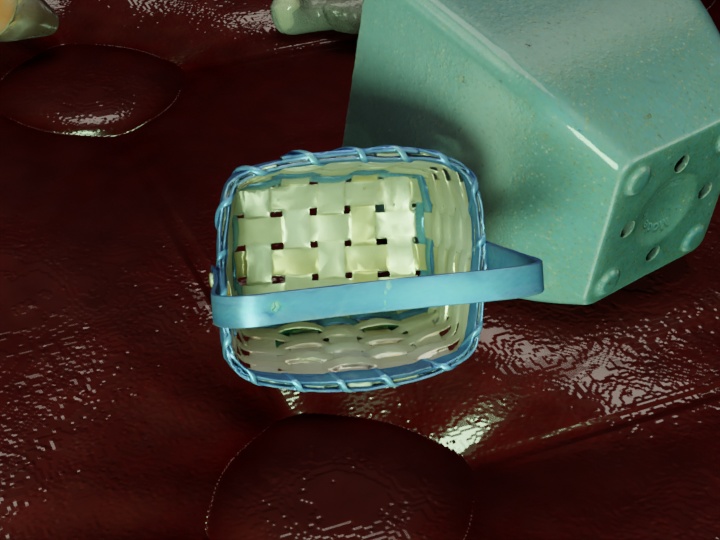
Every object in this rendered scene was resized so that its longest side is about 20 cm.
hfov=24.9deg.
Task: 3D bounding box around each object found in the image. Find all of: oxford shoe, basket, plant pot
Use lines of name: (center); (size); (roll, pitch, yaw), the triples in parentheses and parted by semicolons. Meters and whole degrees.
oxford shoe: (-0.320, -0.220, 1.327); (0.073, 0.072, 0.199); (14, 11, -46)
basket: (0.000, 0.000, 0.923); (0.175, 0.141, 0.200); (-4, 5, -7)
plant pot: (0.127, -0.092, 1.046); (0.195, 0.197, 0.200); (-24, 52, -32)

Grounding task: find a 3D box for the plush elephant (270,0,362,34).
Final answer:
plush elephant: (0.030, -0.275, 1.304); (0.198, 0.155, 0.165); (18, 54, 13)
